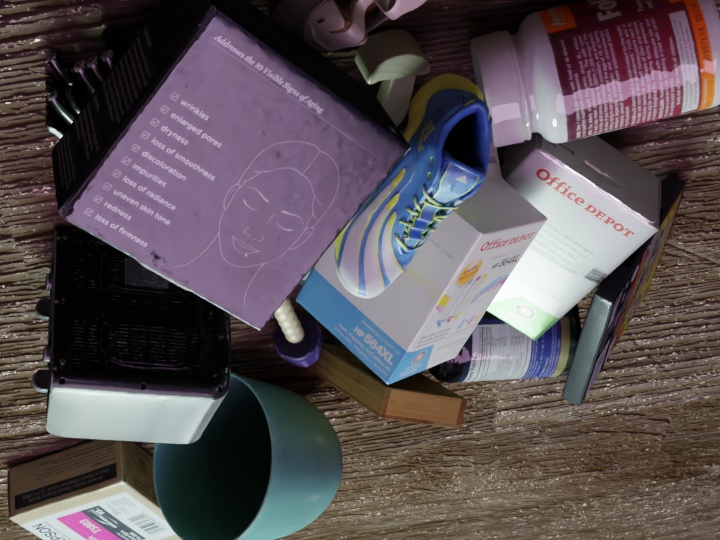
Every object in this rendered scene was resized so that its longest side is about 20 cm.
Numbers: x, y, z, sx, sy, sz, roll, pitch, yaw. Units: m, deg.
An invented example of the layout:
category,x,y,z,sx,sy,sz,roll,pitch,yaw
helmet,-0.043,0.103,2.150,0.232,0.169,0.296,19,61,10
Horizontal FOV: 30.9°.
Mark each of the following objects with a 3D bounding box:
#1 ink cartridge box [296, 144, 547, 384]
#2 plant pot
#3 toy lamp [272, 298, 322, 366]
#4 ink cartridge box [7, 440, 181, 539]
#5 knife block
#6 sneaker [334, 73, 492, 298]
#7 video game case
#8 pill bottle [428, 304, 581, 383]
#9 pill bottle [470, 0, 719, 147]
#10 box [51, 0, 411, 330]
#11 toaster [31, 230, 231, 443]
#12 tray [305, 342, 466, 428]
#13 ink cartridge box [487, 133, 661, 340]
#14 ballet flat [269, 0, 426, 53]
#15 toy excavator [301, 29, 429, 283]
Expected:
category,x,y,z,sx,sy,sz,roll,pitch,yaw
ink cartridge box,0.061,-0.021,1.182,0.128,0.125,0.200,-15,142,-54
plant pot,-0.118,0.224,1.526,0.200,0.201,0.161,-35,151,31
toy lamp,-0.077,0.049,1.389,0.058,0.058,0.200,-12,153,2
ink cartridge box,-0.328,0.298,1.669,0.164,0.075,0.200,-21,144,12
knife block,-0.178,-0.126,1.126,0.199,0.064,0.176,8,141,-23
sneaker,0.043,-0.063,1.042,0.075,0.105,0.201,22,97,-18
video game case,0.276,0.024,1.375,0.025,0.181,0.200,27,148,17
pill bottle,0.132,0.066,1.430,0.199,0.112,0.112,-2,144,-11
pill bottle,0.200,-0.174,1.113,0.199,0.115,0.114,-13,145,3
box,-0.105,-0.095,1.029,0.200,0.124,0.197,33,107,-30
toaster,-0.217,0.063,1.284,0.199,0.181,0.119,5,145,-20
tray,0.024,0.125,1.435,0.098,0.200,0.037,10,96,-27
ink cartridge box,0.176,-0.045,1.273,0.146,0.084,0.200,32,131,-12
ballet flat,0.004,-0.218,1.045,0.200,0.064,0.067,-29,141,25
toy excavator,-0.016,-0.110,1.183,0.199,0.100,0.195,-28,142,1
